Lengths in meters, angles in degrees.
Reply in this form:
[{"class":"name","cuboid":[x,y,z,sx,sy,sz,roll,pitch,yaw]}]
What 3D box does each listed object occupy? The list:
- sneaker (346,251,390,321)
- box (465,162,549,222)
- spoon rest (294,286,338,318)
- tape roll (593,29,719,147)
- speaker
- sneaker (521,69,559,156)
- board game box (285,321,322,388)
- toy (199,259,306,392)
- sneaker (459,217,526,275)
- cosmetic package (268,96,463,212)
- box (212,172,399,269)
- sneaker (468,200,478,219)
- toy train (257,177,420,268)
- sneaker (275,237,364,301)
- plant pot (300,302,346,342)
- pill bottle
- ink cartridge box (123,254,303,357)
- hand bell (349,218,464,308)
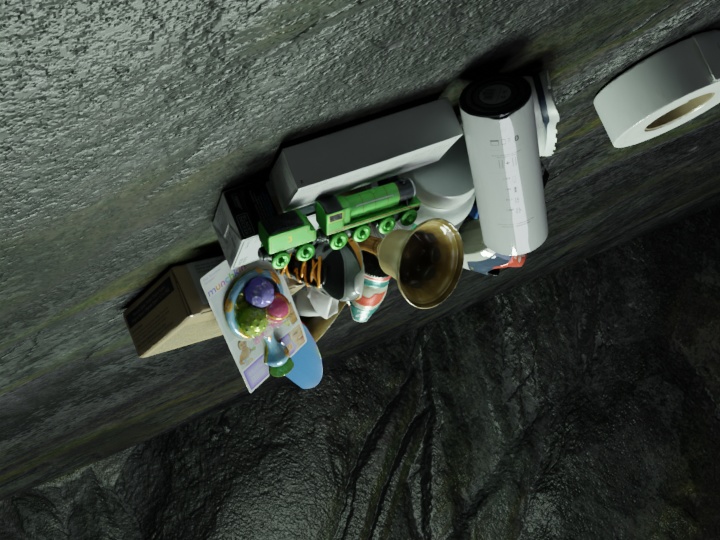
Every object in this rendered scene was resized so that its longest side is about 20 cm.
[{"class":"sneaker","cuboid":[0.000,0.000,1.445,0.069,0.094,0.200,14,-158,-10]},{"class":"box","cuboid":[0.187,-0.085,1.607,0.199,0.048,0.193,-30,-169,26]},{"class":"spoon rest","cuboid":[-0.048,0.027,1.447,0.060,0.101,0.200,14,164,-9]},{"class":"tape roll","cuboid":[0.425,-0.248,1.434,0.200,0.071,0.203,-23,170,-4]},{"class":"speaker","cuboid":[0.163,-0.114,1.165,0.080,0.081,0.201,-22,132,-6]},{"class":"sneaker","cuboid":[0.192,-0.182,1.251,0.080,0.077,0.200,-16,165,7]},{"class":"board game box","cuboid":[-0.123,0.089,1.601,0.039,0.199,0.159,-42,155,-34]},{"class":"toy","cuboid":[-0.125,0.060,1.366,0.115,0.047,0.202,-41,135,-28]},{"class":"sneaker","cuboid":[0.147,-0.028,1.413,0.084,0.076,0.199,27,173,-28]},{"class":"cosmetic package","cuboid":[0.005,-0.126,1.121,0.198,0.051,0.083,-20,174,-20]},{"class":"box","cuboid":[-0.064,-0.076,1.198,0.198,0.061,0.117,-21,170,-18]},{"class":"sneaker","cuboid":[0.157,-0.121,1.475,0.078,0.070,0.200,-60,-177,7]},{"class":"toy train","cuboid":[-0.021,-0.056,1.133,0.198,0.042,0.057,-20,136,-21]},{"class":"sneaker","cuboid":[-0.064,-0.011,1.273,0.077,0.079,0.199,-8,-158,-34]},{"class":"plant pot","cuboid":[-0.057,0.041,1.663,0.201,0.027,0.200,-52,-167,17]},{"class":"pill bottle","cuboid":[0.078,-0.086,1.297,0.112,0.114,0.200,-20,162,-19]},{"class":"ink cartridge box","cuboid":[-0.202,0.039,1.438,0.199,0.076,0.164,-15,165,-42]},{"class":"hand bell","cuboid":[0.020,-0.030,1.258,0.103,0.106,0.199,-17,-156,-36]}]
